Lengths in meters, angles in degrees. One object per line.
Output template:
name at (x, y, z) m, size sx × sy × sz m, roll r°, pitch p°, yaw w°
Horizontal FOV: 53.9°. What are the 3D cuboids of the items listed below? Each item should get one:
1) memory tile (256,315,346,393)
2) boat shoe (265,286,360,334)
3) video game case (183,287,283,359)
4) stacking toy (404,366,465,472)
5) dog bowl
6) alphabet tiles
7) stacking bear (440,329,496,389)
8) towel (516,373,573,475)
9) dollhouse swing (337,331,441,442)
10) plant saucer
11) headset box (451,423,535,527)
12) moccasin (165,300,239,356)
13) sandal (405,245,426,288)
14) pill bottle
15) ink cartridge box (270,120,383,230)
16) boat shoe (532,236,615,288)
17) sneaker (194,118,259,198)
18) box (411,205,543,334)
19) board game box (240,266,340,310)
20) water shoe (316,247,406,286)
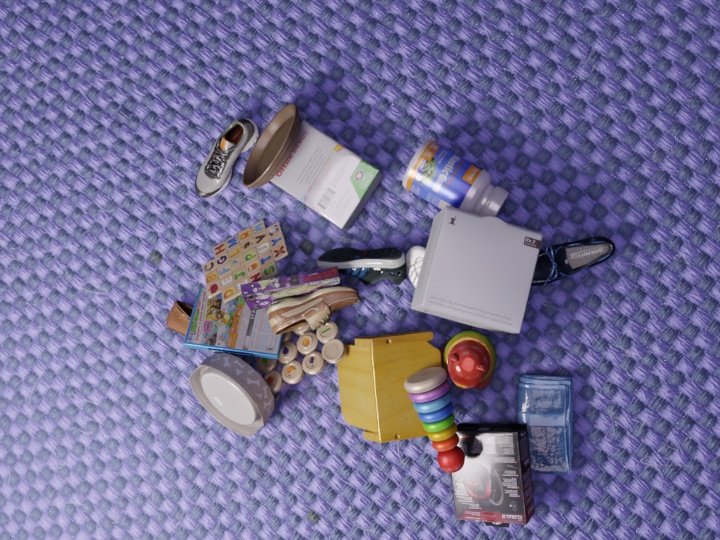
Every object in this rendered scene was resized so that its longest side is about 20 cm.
memory tile at (-0.134, 0.163, 1.497) m, size 0.199 × 0.017 × 0.154 m, roll -27°, pitch 54°, yaw 8°
boat shoe at (-0.096, 0.088, 1.473) m, size 0.198 × 0.076 × 0.074 m, roll -14°, pitch 71°, yaw 7°
video game case at (-0.260, 0.110, 1.504) m, size 0.198 × 0.018 × 0.144 m, roll 8°, pitch 55°, yaw 1°
stacking toy at (0.153, 0.290, 1.349) m, size 0.085 × 0.085 × 0.201 m, roll -19°, pitch 98°, yaw 9°
dog bowl at (-0.265, 0.256, 1.483) m, size 0.199 × 0.059 × 0.201 m, roll 23°, pitch 137°, yaw 23°
alphabet tiles at (-0.249, -0.023, 1.513) m, size 0.199 × 0.006 × 0.167 m, roll -29°, pitch 49°, yaw 9°
stacking bear at (0.211, 0.177, 1.382) m, size 0.121 × 0.200 × 0.114 m, roll 24°, pitch 93°, yaw 9°
towel at (0.371, 0.311, 1.430) m, size 0.111 × 0.049 × 0.202 m, roll 1°, pitch 90°, yaw 11°
dollhouse swing at (0.058, 0.231, 1.455) m, size 0.180 × 0.176 × 0.202 m, roll -6°, pitch 88°, yaw -12°
plant saucer at (-0.182, -0.256, 1.476) m, size 0.029 × 0.200 × 0.201 m, roll 29°, pitch 95°, yaw -26°
headset box at (0.262, 0.413, 1.415) m, size 0.148 × 0.075 × 0.202 m, roll -7°, pitch 88°, yaw 29°
moccasin at (-0.327, 0.125, 1.545) m, size 0.200 × 0.074 × 0.078 m, roll 26°, pitch 102°, yaw 19°
sandal at (0.171, 0.031, 1.470) m, size 0.203 × 0.050 × 0.082 m, roll 46°, pitch 113°, yaw 2°
pill bottle at (0.195, -0.171, 1.434) m, size 0.199 × 0.112 × 0.113 m, roll 30°, pitch 94°, yaw 9°
ink cartridge box at (-0.074, -0.199, 1.493) m, size 0.199 × 0.087 × 0.146 m, roll 34°, pitch 94°, yaw 7°
boat shoe at (0.407, -0.027, 1.416) m, size 0.199 × 0.069 × 0.085 m, roll -26°, pitch 85°, yaw 11°
sneaker at (-0.301, -0.249, 1.538) m, size 0.074 × 0.079 × 0.201 m, roll 35°, pitch 96°, yaw 7°
box at (0.222, 0.003, 1.372) m, size 0.197 × 0.131 × 0.202 m, roll 16°, pitch 83°, yaw -2°
board game box at (-0.141, 0.039, 1.465) m, size 0.198 × 0.120 × 0.033 m, roll -11°, pitch 76°, yaw -3°
water shoe at (0.000, 0.000, 1.484) m, size 0.198 × 0.072 × 0.079 m, roll 1°, pitch 120°, yaw 26°
